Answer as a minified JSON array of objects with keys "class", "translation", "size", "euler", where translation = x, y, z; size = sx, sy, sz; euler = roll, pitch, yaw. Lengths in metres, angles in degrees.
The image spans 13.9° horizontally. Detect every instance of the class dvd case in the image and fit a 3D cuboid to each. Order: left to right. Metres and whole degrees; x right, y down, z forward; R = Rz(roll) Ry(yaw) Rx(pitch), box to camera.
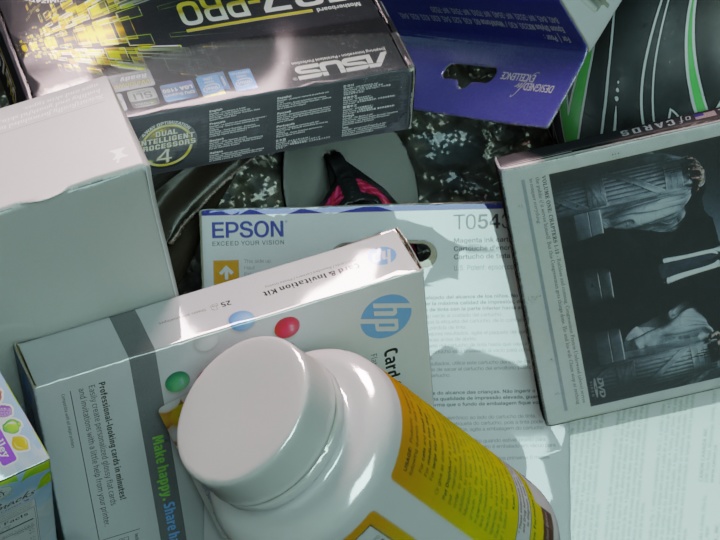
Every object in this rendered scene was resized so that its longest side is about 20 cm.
[{"class":"dvd case","translation":[0.179,-0.010,1.525],"size":[0.200,0.025,0.151],"euler":[-13,113,-1]}]

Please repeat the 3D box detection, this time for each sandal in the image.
[{"class":"sandal","translation":[0.000,0.000,1.604],"size":[0.075,0.045,0.200],"euler":[-4,85,-7]}]

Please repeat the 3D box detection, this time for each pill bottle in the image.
[{"class":"pill bottle","translation":[0.003,0.110,1.433],"size":[0.200,0.109,0.109],"euler":[39,75,-42]}]

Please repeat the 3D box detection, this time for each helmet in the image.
[{"class":"helmet","translation":[0.187,-0.116,1.598],"size":[0.200,0.200,0.191],"euler":[5,67,-13]}]

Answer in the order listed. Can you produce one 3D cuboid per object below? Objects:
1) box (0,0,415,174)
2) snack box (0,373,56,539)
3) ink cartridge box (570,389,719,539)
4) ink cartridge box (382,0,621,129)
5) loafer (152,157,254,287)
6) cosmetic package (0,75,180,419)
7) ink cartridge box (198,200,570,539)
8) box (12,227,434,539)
[{"class":"box","translation":[-0.090,-0.121,1.549],"size":[0.200,0.049,0.161],"euler":[-10,46,-14]},{"class":"snack box","translation":[-0.211,0.078,1.446],"size":[0.068,0.200,0.169],"euler":[-26,68,-14]},{"class":"ink cartridge box","translation":[0.119,0.087,1.639],"size":[0.200,0.047,0.160],"euler":[6,84,4]},{"class":"ink cartridge box","translation":[0.084,-0.175,1.565],"size":[0.047,0.198,0.200],"euler":[41,76,-28]},{"class":"loafer","translation":[-0.117,-0.024,1.577],"size":[0.200,0.073,0.071],"euler":[-40,117,-5]},{"class":"cosmetic package","translation":[-0.145,0.014,1.471],"size":[0.107,0.090,0.200],"euler":[-16,129,-9]},{"class":"ink cartridge box","translation":[0.013,0.062,1.575],"size":[0.196,0.043,0.200],"euler":[-1,95,-3]},{"class":"box","translation":[-0.062,0.075,1.476],"size":[0.200,0.041,0.156],"euler":[-17,132,-14]}]
